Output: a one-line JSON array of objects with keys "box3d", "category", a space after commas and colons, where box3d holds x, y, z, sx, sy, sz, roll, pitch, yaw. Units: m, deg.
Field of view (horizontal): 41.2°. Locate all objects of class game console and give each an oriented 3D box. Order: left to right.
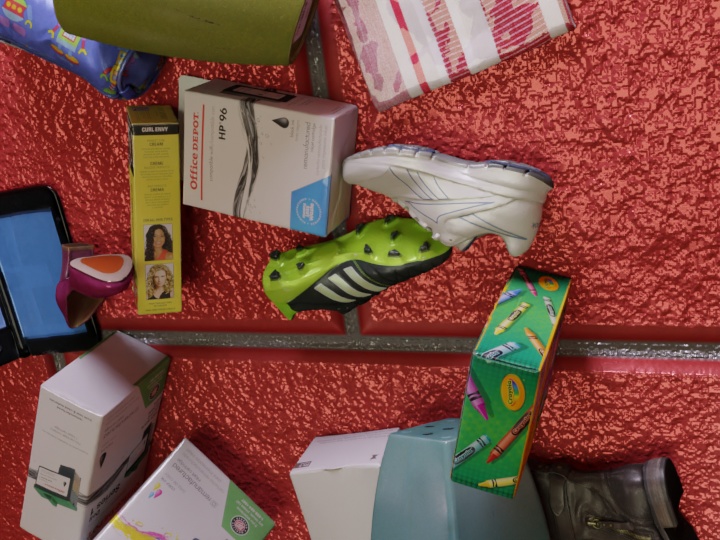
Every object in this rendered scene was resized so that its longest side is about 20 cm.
[{"box3d": [-0.418, 0.021, 1.088, 0.117, 0.171, 0.204, 6, 114, 48], "category": "game console"}]

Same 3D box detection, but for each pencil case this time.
[{"box3d": [-0.292, -0.238, 0.955, 0.197, 0.078, 0.088, 27, 89, 11], "category": "pencil case"}]

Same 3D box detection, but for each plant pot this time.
[{"box3d": [-0.137, -0.261, 0.843, 0.197, 0.188, 0.190, 22, 117, -1], "category": "plant pot"}, {"box3d": [0.095, 0.254, 0.935, 0.140, 0.139, 0.205, -6, 90, 52], "category": "plant pot"}]

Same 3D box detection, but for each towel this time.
[{"box3d": [0.073, -0.241, 0.842, 0.197, 0.023, 0.146, -18, 103, 26], "category": "towel"}]

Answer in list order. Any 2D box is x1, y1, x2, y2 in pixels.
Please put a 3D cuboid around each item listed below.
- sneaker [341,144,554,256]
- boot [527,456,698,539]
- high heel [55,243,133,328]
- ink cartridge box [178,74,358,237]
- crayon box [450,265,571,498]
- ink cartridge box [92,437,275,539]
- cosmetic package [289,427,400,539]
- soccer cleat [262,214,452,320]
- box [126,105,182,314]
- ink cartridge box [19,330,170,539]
[{"box3d": [0.072, -0.066, 0.871, 0.196, 0.074, 0.089, 13, 102, 18], "category": "sneaker"}, {"box3d": [0.239, 0.267, 0.952, 0.171, 0.069, 0.204, -11, 101, 31], "category": "boot"}, {"box3d": [-0.279, 0.030, 1.012, 0.066, 0.199, 0.098, -4, 100, -24], "category": "high heel"}, {"box3d": [-0.108, -0.115, 0.935, 0.196, 0.068, 0.118, 13, 114, 17], "category": "ink cartridge box"}, {"box3d": [0.136, 0.090, 0.840, 0.057, 0.200, 0.121, 13, 114, 14], "category": "crayon box"}, {"box3d": [-0.213, 0.314, 1.060, 0.145, 0.200, 0.088, 43, 155, 1], "category": "ink cartridge box"}, {"box3d": [0.011, 0.280, 1.032, 0.111, 0.081, 0.204, -8, 105, 24], "category": "cosmetic package"}, {"box3d": [0.000, 0.000, 0.945, 0.196, 0.068, 0.082, -12, 137, 16], "category": "soccer cleat"}, {"box3d": [-0.212, -0.062, 0.988, 0.049, 0.075, 0.204, -4, 115, -17], "category": "box"}, {"box3d": [-0.300, 0.195, 1.086, 0.083, 0.146, 0.203, 22, 117, 11], "category": "ink cartridge box"}]
